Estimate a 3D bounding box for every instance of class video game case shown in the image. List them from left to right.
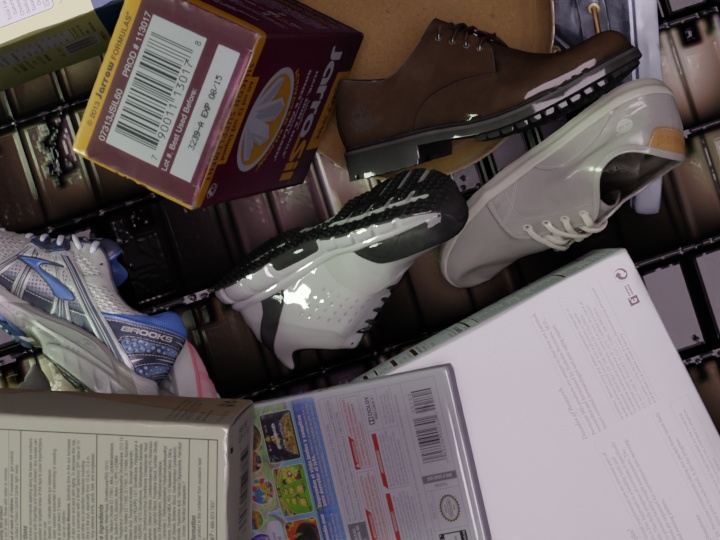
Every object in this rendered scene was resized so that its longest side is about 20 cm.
[{"bbox_3d":[-0.026,0.144,1.318,0.199,0.018,0.144,-12,93,14],"label":"video game case"}]

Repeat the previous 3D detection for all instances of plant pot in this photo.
[{"bbox_3d":[0.029,-0.158,1.423,0.199,0.027,0.202,3,99,17],"label":"plant pot"}]

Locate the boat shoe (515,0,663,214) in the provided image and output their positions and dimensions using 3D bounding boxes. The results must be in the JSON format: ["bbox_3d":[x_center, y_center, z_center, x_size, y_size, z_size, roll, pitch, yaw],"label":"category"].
[{"bbox_3d":[0.148,-0.134,1.438,0.090,0.071,0.202,-4,87,6],"label":"boat shoe"}]

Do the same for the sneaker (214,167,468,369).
[{"bbox_3d":[0.000,0.000,1.394,0.080,0.199,0.074,55,44,-11],"label":"sneaker"}]

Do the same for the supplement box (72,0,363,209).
[{"bbox_3d":[-0.081,-0.110,1.344,0.085,0.200,0.111,26,103,13],"label":"supplement box"}]

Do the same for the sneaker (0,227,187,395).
[{"bbox_3d":[-0.192,0.010,1.413,0.200,0.077,0.085,37,79,12],"label":"sneaker"}]

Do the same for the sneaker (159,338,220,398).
[{"bbox_3d":[-0.090,0.138,1.430,0.104,0.075,0.201,7,63,-38],"label":"sneaker"}]

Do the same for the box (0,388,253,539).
[{"bbox_3d":[-0.165,0.121,1.289,0.199,0.078,0.096,4,99,8],"label":"box"}]

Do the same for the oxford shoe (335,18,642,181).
[{"bbox_3d":[0.073,-0.119,1.364,0.199,0.073,0.085,-15,91,18],"label":"oxford shoe"}]

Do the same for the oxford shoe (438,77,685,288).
[{"bbox_3d":[0.124,-0.042,1.393,0.200,0.075,0.058,-39,61,31],"label":"oxford shoe"}]

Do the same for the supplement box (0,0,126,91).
[{"bbox_3d":[-0.251,-0.179,1.353,0.199,0.200,0.135,-21,90,-2],"label":"supplement box"}]

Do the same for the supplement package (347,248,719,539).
[{"bbox_3d":[0.111,0.115,1.391,0.199,0.147,0.192,-27,90,-2],"label":"supplement package"}]

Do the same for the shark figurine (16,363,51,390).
[{"bbox_3d":[-0.233,0.080,1.410,0.214,0.128,0.090,38,51,-18],"label":"shark figurine"}]
